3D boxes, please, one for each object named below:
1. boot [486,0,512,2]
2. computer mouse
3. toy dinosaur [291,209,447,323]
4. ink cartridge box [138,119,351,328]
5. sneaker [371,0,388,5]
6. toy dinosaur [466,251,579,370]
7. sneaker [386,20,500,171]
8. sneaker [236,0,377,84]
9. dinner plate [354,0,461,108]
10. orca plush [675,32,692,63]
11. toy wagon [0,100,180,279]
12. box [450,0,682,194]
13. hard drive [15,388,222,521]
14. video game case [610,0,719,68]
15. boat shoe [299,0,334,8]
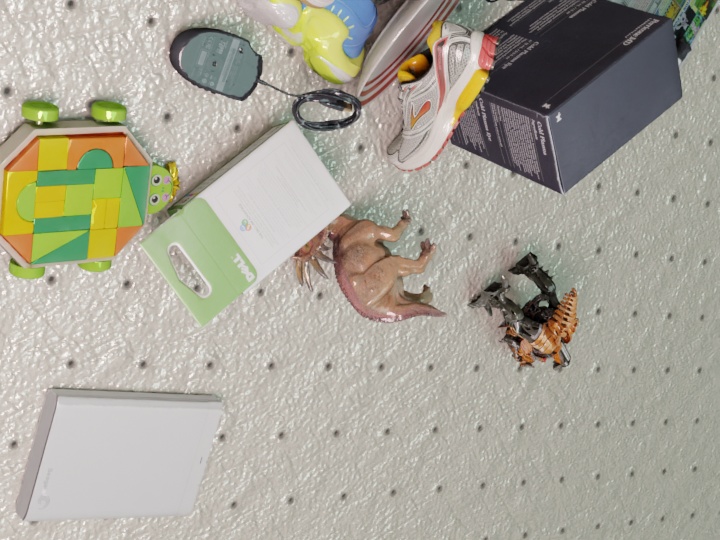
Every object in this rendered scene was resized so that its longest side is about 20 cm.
[{"bbox_3d":[0.166,-0.305,1.371,0.074,0.201,0.098,2,128,5],"label":"boot"},{"bbox_3d":[-0.089,-0.180,1.262,0.198,0.034,0.059,20,101,-25],"label":"computer mouse"},{"bbox_3d":[0.000,0.000,1.383,0.134,0.201,0.086,-24,155,-28],"label":"toy dinosaur"},{"bbox_3d":[-0.117,-0.045,1.293,0.200,0.059,0.104,-41,105,-20],"label":"ink cartridge box"},{"bbox_3d":[0.035,-0.316,1.274,0.091,0.076,0.200,53,29,-4],"label":"sneaker"},{"bbox_3d":[0.218,0.054,1.600,0.102,0.136,0.200,-34,173,-43],"label":"toy dinosaur"},{"bbox_3d":[0.070,-0.184,1.375,0.201,0.081,0.078,122,-10,-46],"label":"sneaker"},{"bbox_3d":[-0.050,-0.268,1.265,0.106,0.075,0.200,-58,142,-7],"label":"sneaker"},{"bbox_3d":[0.053,-0.243,1.325,0.200,0.024,0.200,-48,175,-6],"label":"dinner plate"},{"bbox_3d":[0.300,-0.219,1.583,0.199,0.105,0.071,-40,99,20],"label":"orca plush"},{"bbox_3d":[-0.243,-0.074,1.208,0.198,0.039,0.157,-6,115,-39],"label":"toy wagon"},{"bbox_3d":[0.214,-0.202,1.445,0.199,0.181,0.105,-37,130,-20],"label":"box"},{"bbox_3d":[-0.241,0.188,1.347,0.198,0.026,0.134,7,105,-43],"label":"hard drive"},{"bbox_3d":[0.368,-0.327,1.633,0.182,0.022,0.202,34,86,-45],"label":"video game case"},{"bbox_3d":[-0.021,-0.342,1.206,0.070,0.069,0.203,7,78,-41],"label":"boat shoe"}]
